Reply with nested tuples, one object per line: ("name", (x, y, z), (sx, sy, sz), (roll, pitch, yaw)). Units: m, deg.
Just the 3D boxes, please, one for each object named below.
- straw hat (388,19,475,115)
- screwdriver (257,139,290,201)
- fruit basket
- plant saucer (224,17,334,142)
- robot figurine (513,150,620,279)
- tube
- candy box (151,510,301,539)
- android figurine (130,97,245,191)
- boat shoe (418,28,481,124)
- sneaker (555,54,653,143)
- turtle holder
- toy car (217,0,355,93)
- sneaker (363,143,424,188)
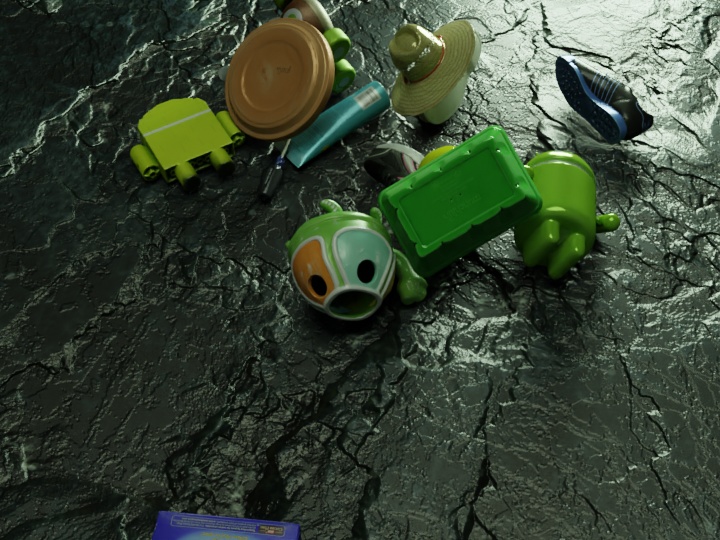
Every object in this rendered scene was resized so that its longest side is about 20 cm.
("straw hat", (0.091, -0.351, 1.647), (0.200, 0.085, 0.202), (-36, 35, 31))
("screwdriver", (-0.118, -0.191, 1.613), (0.029, 0.028, 0.202), (-17, 44, 50))
("fruit basket", (0.131, -0.103, 1.398), (0.214, 0.216, 0.157), (-28, 86, -20))
("plant saucer", (-0.134, -0.306, 1.623), (0.198, 0.032, 0.203), (-5, 79, 26))
("robot figurine", (0.278, -0.087, 1.457), (0.174, 0.116, 0.201), (24, 47, -12))
("tube", (-0.042, -0.238, 1.657), (0.199, 0.051, 0.077), (-34, 45, -17))
("candy box", (-0.158, 0.374, 1.103), (0.167, 0.078, 0.201), (4, 48, 6))
("android figurine", (-0.283, -0.210, 1.646), (0.181, 0.041, 0.200), (-26, 53, -18))
("boat shoe", (0.140, -0.322, 1.706), (0.060, 0.072, 0.203), (2, 53, 41))
("sneaker", (0.395, -0.285, 1.662), (0.077, 0.070, 0.201), (-18, 56, -18))
("turtle holder", (-0.011, 0.004, 1.396), (0.140, 0.185, 0.133), (-31, 48, 19))
("toy car", (-0.136, -0.353, 1.705), (0.199, 0.158, 0.165), (-35, 66, -10))
("sneaker", (0.078, -0.118, 1.521), (0.199, 0.081, 0.086), (30, 58, 27))
